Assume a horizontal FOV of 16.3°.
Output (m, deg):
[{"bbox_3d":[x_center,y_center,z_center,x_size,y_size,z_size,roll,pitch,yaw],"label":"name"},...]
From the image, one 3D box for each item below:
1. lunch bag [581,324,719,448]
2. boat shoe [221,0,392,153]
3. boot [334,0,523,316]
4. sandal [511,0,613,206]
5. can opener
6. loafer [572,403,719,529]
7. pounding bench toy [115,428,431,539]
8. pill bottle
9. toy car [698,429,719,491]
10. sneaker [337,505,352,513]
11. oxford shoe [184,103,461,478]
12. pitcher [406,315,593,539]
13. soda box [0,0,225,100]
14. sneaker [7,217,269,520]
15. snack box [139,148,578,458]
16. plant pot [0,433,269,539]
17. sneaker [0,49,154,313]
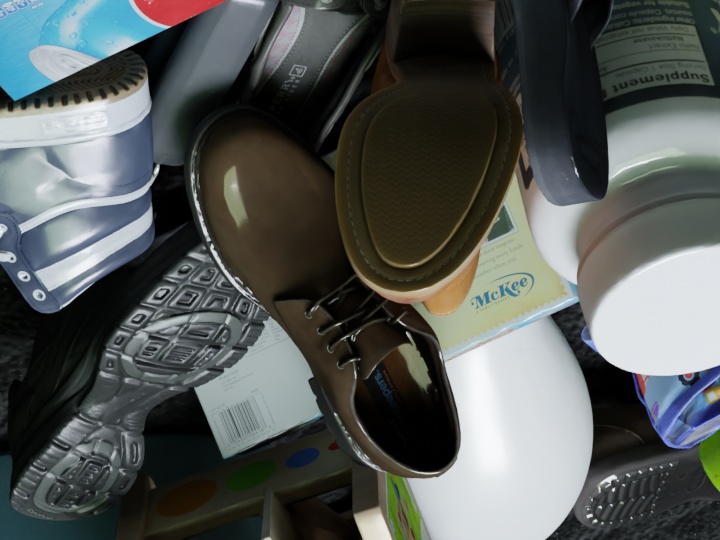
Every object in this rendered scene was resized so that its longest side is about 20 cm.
[{"bbox_3d":[0.186,-0.018,1.218,0.200,0.151,0.094,-38,136,22],"label":"lunch bag"},{"bbox_3d":[-0.016,-0.106,1.142,0.066,0.057,0.200,7,138,-23],"label":"boat shoe"},{"bbox_3d":[0.032,-0.028,1.089,0.073,0.201,0.155,8,140,5],"label":"boot"},{"bbox_3d":[0.089,-0.128,1.046,0.043,0.201,0.076,-10,172,22],"label":"sandal"},{"bbox_3d":[-0.099,-0.077,1.160,0.066,0.053,0.200,14,135,-28],"label":"can opener"},{"bbox_3d":[0.194,0.089,1.442,0.199,0.071,0.073,-7,139,-34],"label":"loafer"},{"bbox_3d":[-0.031,0.197,1.272,0.155,0.124,0.201,-19,111,7],"label":"pounding bench toy"},{"bbox_3d":[0.125,-0.059,1.124,0.119,0.201,0.120,-8,143,-6],"label":"pill bottle"},{"bbox_3d":[0.274,0.041,1.349,0.164,0.158,0.200,-46,144,22],"label":"toy car"},{"bbox_3d":[0.052,0.172,1.495,0.199,0.080,0.129,-34,139,26],"label":"sneaker"},{"bbox_3d":[-0.008,0.010,1.141,0.073,0.084,0.200,-39,110,-12],"label":"oxford shoe"},{"bbox_3d":[0.035,0.057,1.330,0.170,0.122,0.201,1,133,11],"label":"pitcher"},{"bbox_3d":[-0.081,-0.151,1.059,0.199,0.068,0.064,-24,140,15],"label":"soda box"},{"bbox_3d":[-0.117,0.030,1.219,0.076,0.091,0.200,20,124,-39],"label":"sneaker"},{"bbox_3d":[0.000,0.000,1.234,0.199,0.117,0.037,-25,174,16],"label":"snack box"},{"bbox_3d":[-0.133,0.180,1.410,0.199,0.142,0.142,-14,143,-11],"label":"plant pot"},{"bbox_3d":[-0.188,-0.037,1.137,0.199,0.070,0.109,-4,125,4],"label":"sneaker"}]
